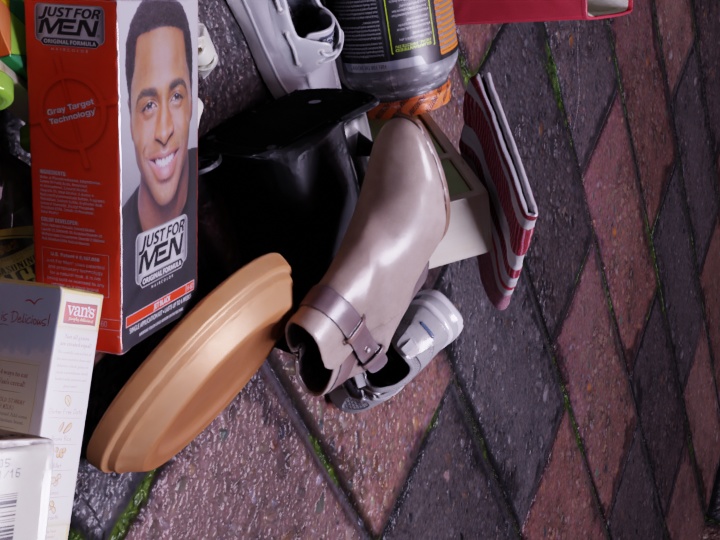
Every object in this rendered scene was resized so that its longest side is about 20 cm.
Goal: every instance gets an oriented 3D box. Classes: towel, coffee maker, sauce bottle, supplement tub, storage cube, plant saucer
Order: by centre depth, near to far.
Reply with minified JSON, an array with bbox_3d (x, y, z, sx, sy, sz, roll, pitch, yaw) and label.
[{"bbox_3d":[-0.220,-0.023,0.667,0.066,0.066,0.201,-55,135,-42],"label":"sauce bottle"},{"bbox_3d":[-0.113,0.074,0.771,0.200,0.037,0.200,-49,173,-8],"label":"plant saucer"},{"bbox_3d":[-0.058,-0.031,0.904,0.191,0.135,0.201,-21,117,-17],"label":"coffee maker"},{"bbox_3d":[0.114,-0.064,0.945,0.200,0.023,0.145,89,-14,-67],"label":"towel"},{"bbox_3d":[0.025,-0.252,1.000,0.123,0.122,0.201,-41,128,-50],"label":"supplement tub"},{"bbox_3d":[0.205,-0.376,1.238,0.200,0.179,0.172,-28,117,-57],"label":"storage cube"}]

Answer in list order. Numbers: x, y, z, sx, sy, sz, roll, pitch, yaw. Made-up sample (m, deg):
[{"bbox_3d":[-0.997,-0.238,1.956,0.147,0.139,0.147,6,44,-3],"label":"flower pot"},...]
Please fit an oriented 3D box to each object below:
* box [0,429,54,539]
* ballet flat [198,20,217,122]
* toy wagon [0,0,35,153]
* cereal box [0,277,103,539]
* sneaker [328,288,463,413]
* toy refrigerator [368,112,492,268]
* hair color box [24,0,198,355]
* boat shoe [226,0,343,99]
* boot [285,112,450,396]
[{"bbox_3d":[-0.246,0.112,0.501,0.078,0.199,0.095,8,88,-60],"label":"box"},{"bbox_3d":[-0.142,-0.139,0.777,0.068,0.068,0.201,28,69,-75],"label":"ballet flat"},{"bbox_3d":[-0.198,-0.151,0.659,0.200,0.039,0.156,48,33,-68],"label":"toy wagon"},{"bbox_3d":[-0.221,0.103,0.600,0.039,0.143,0.201,17,80,-59],"label":"cereal box"},{"bbox_3d":[0.011,0.085,0.995,0.075,0.200,0.082,48,50,6],"label":"sneaker"},{"bbox_3d":[0.052,-0.088,0.996,0.200,0.076,0.070,-115,-167,-53],"label":"toy refrigerator"},{"bbox_3d":[-0.145,-0.062,0.640,0.101,0.061,0.201,-40,135,-66],"label":"hair color box"},{"bbox_3d":[-0.052,-0.208,0.924,0.072,0.068,0.200,-61,142,-35],"label":"boat shoe"},{"bbox_3d":[0.000,0.000,0.801,0.146,0.070,0.201,-44,144,-34],"label":"boot"}]
